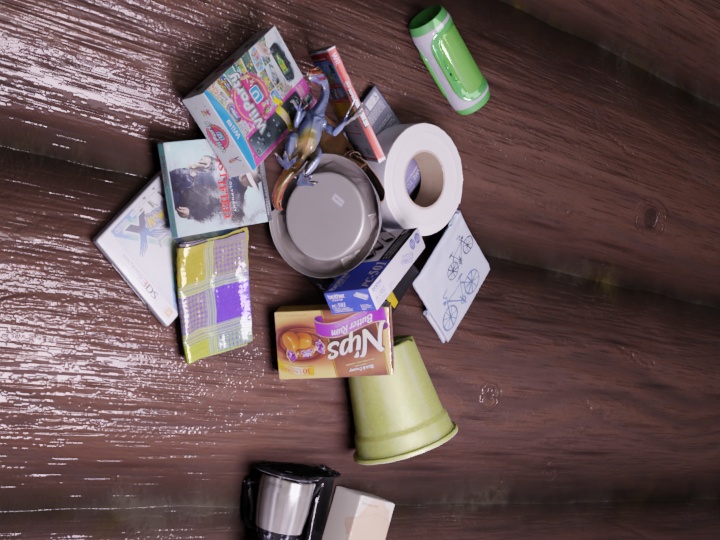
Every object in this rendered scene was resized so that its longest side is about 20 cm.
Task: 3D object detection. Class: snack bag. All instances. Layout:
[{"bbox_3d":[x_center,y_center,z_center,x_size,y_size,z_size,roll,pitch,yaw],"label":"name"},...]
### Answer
[{"bbox_3d":[0.175,0.014,1.902,0.190,0.021,0.201,-57,139,-19],"label":"snack bag"}]

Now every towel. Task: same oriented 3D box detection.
[{"bbox_3d":[-0.231,0.039,1.569,0.142,0.023,0.205,-14,110,-44],"label":"towel"}]

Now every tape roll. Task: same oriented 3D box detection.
[{"bbox_3d":[0.097,-0.166,1.794,0.199,0.070,0.208,-4,96,-40],"label":"tape roll"}]

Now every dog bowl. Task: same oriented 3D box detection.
[{"bbox_3d":[-0.053,-0.090,1.629,0.059,0.196,0.205,-8,101,-72],"label":"dog bowl"}]

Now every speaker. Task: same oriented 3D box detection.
[{"bbox_3d":[0.169,-0.396,1.848,0.089,0.088,0.201,-50,122,-24],"label":"speaker"}]

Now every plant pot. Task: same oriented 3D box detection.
[{"bbox_3d":[0.056,0.223,1.758,0.198,0.199,0.188,-19,94,-37],"label":"plant pot"}]

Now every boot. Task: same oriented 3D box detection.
[{"bbox_3d":[-0.022,-0.193,1.679,0.073,0.075,0.202,-37,96,-29],"label":"boot"}]

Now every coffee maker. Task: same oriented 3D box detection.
[{"bbox_3d":[-0.110,0.438,1.655,0.190,0.133,0.205,14,86,-40],"label":"coffee maker"}]

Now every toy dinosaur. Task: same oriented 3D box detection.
[{"bbox_3d":[-0.094,-0.231,1.573,0.104,0.199,0.184,32,46,-26],"label":"toy dinosaur"}]

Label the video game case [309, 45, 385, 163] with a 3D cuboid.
[{"bbox_3d":[-0.023,-0.279,1.647,0.017,0.143,0.203,-28,106,-9],"label":"video game case"}]

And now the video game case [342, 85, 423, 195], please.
[{"bbox_3d":[0.039,-0.214,1.797,0.201,0.019,0.144,50,64,-32],"label":"video game case"}]

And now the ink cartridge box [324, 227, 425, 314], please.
[{"bbox_3d":[0.027,-0.001,1.649,0.200,0.092,0.045,-51,125,-47],"label":"ink cartridge box"}]

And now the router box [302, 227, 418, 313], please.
[{"bbox_3d":[0.000,0.000,1.760,0.200,0.052,0.159,48,65,-32],"label":"router box"}]

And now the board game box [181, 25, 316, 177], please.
[{"bbox_3d":[-0.173,-0.271,1.565,0.201,0.063,0.149,-52,122,-35],"label":"board game box"}]

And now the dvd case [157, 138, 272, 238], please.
[{"bbox_3d":[-0.227,-0.138,1.554,0.198,0.022,0.150,-13,96,-48],"label":"dvd case"}]

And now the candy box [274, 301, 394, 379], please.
[{"bbox_3d":[-0.043,0.119,1.658,0.056,0.195,0.120,-51,138,-79],"label":"candy box"}]

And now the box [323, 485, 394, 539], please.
[{"bbox_3d":[-0.018,0.505,1.774,0.094,0.077,0.204,21,81,-38],"label":"box"}]

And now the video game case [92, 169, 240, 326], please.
[{"bbox_3d":[-0.294,-0.049,1.531,0.201,0.022,0.184,-50,123,-25],"label":"video game case"}]
